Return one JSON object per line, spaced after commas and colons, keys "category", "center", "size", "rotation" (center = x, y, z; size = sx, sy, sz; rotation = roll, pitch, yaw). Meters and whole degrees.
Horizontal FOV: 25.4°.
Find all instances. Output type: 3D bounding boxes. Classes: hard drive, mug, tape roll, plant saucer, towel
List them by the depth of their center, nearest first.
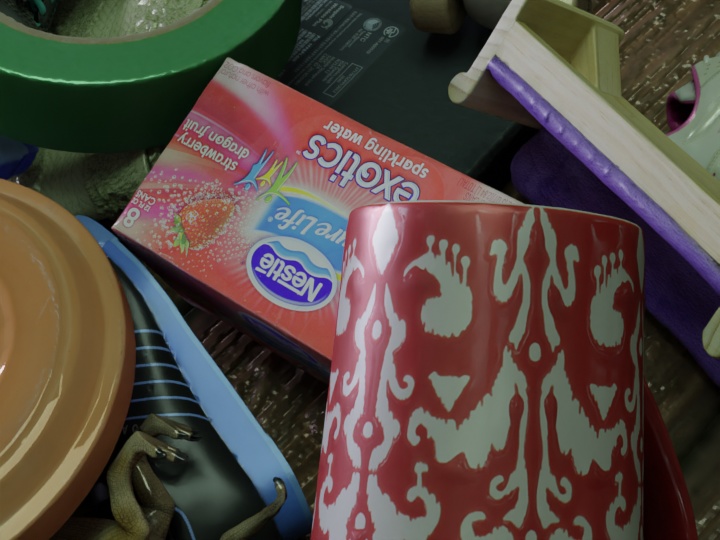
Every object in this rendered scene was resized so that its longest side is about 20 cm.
{"category": "mug", "center": [0.049, 0.084, 0.588], "size": [0.132, 0.177, 0.203], "rotation": [2, 86, 22]}
{"category": "plant saucer", "center": [-0.188, 0.041, 0.631], "size": [0.198, 0.032, 0.202], "rotation": [-5, 54, 7]}
{"category": "tape roll", "center": [-0.128, -0.148, 0.801], "size": [0.198, 0.048, 0.202], "rotation": [2, 51, -3]}
{"category": "towel", "center": [-0.134, -0.100, 0.856], "size": [0.147, 0.036, 0.202], "rotation": [-17, 45, 31]}
{"category": "hard drive", "center": [0.002, -0.097, 0.863], "size": [0.199, 0.033, 0.140], "rotation": [27, 59, 30]}

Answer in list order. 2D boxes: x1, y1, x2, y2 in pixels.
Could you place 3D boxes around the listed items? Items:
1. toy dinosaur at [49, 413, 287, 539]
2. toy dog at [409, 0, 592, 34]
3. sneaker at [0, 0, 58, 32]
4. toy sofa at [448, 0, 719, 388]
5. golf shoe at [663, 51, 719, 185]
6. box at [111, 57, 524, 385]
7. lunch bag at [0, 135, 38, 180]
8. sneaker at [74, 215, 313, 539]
{"category": "toy dinosaur", "center": [-0.092, 0.112, 0.632], "size": [0.198, 0.058, 0.102], "rotation": [23, 95, 21]}
{"category": "toy dog", "center": [0.091, -0.194, 0.860], "size": [0.130, 0.097, 0.201], "rotation": [1, 37, 0]}
{"category": "sneaker", "center": [-0.195, -0.173, 0.901], "size": [0.091, 0.078, 0.200], "rotation": [-34, 36, 2]}
{"category": "toy sofa", "center": [0.125, -0.032, 0.719], "size": [0.200, 0.082, 0.098], "rotation": [49, 116, 37]}
{"category": "golf shoe", "center": [0.207, -0.098, 0.800], "size": [0.091, 0.076, 0.201], "rotation": [18, 54, 28]}
{"category": "box", "center": [0.000, 0.000, 0.722], "size": [0.199, 0.095, 0.103], "rotation": [30, 81, 30]}
{"category": "lunch bag", "center": [-0.270, -0.081, 0.792], "size": [0.200, 0.095, 0.150], "rotation": [44, 39, 22]}
{"category": "sneaker", "center": [-0.104, 0.060, 0.713], "size": [0.077, 0.070, 0.200], "rotation": [-31, 59, -17]}
